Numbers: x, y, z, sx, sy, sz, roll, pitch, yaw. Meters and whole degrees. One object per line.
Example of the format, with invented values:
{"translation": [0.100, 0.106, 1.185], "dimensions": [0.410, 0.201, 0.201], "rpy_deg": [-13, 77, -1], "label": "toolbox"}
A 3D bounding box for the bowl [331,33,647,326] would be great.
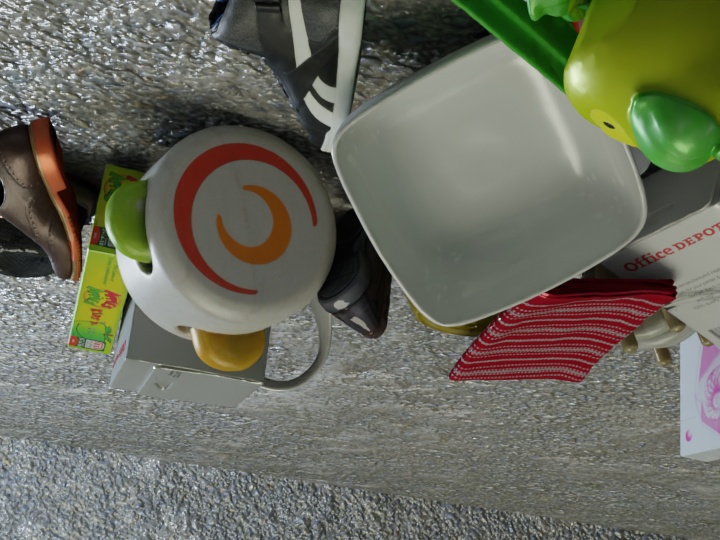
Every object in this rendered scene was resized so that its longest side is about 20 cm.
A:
{"translation": [0.097, -0.077, 0.910], "dimensions": [0.199, 0.075, 0.200], "rpy_deg": [-27, 114, 10], "label": "bowl"}

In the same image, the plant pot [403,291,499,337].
{"translation": [0.108, -0.020, 1.121], "dimensions": [0.200, 0.142, 0.200], "rpy_deg": [6, 162, 2], "label": "plant pot"}

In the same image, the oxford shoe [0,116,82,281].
{"translation": [-0.315, -0.063, 1.172], "dimensions": [0.072, 0.071, 0.200], "rpy_deg": [-12, 135, -8], "label": "oxford shoe"}

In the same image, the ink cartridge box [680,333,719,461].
{"translation": [0.394, 0.084, 1.237], "dimensions": [0.043, 0.197, 0.200], "rpy_deg": [10, 161, -14], "label": "ink cartridge box"}

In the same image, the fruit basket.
{"translation": [0.142, -0.138, 0.678], "dimensions": [0.155, 0.216, 0.215], "rpy_deg": [-10, 155, 39], "label": "fruit basket"}

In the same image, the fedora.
{"translation": [-0.369, -0.048, 1.276], "dimensions": [0.200, 0.092, 0.201], "rpy_deg": [6, 161, 2], "label": "fedora"}

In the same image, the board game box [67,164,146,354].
{"translation": [-0.257, -0.007, 1.230], "dimensions": [0.048, 0.102, 0.200], "rpy_deg": [13, 146, -12], "label": "board game box"}

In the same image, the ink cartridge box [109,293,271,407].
{"translation": [-0.171, 0.028, 1.266], "dimensions": [0.144, 0.200, 0.145], "rpy_deg": [12, 161, -14], "label": "ink cartridge box"}

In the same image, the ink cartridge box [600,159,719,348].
{"translation": [0.333, -0.012, 1.058], "dimensions": [0.200, 0.084, 0.145], "rpy_deg": [33, 145, -19], "label": "ink cartridge box"}

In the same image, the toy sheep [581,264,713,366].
{"translation": [0.286, 0.018, 1.188], "dimensions": [0.138, 0.138, 0.200], "rpy_deg": [-4, 164, 30], "label": "toy sheep"}

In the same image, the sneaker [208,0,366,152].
{"translation": [-0.055, -0.163, 0.887], "dimensions": [0.112, 0.073, 0.200], "rpy_deg": [10, 153, 0], "label": "sneaker"}

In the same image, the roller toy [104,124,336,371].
{"translation": [-0.125, -0.028, 1.110], "dimensions": [0.200, 0.182, 0.140], "rpy_deg": [47, 151, -10], "label": "roller toy"}

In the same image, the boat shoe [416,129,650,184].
{"translation": [0.135, -0.112, 0.982], "dimensions": [0.199, 0.071, 0.070], "rpy_deg": [5, -171, -6], "label": "boat shoe"}

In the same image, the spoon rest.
{"translation": [-0.045, 0.041, 1.276], "dimensions": [0.061, 0.200, 0.099], "rpy_deg": [25, 178, 1], "label": "spoon rest"}

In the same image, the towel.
{"translation": [0.179, 0.058, 1.090], "dimensions": [0.144, 0.023, 0.200], "rpy_deg": [1, 152, -19], "label": "towel"}

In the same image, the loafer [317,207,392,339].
{"translation": [0.000, 0.000, 1.155], "dimensions": [0.072, 0.200, 0.063], "rpy_deg": [-33, 110, 19], "label": "loafer"}
